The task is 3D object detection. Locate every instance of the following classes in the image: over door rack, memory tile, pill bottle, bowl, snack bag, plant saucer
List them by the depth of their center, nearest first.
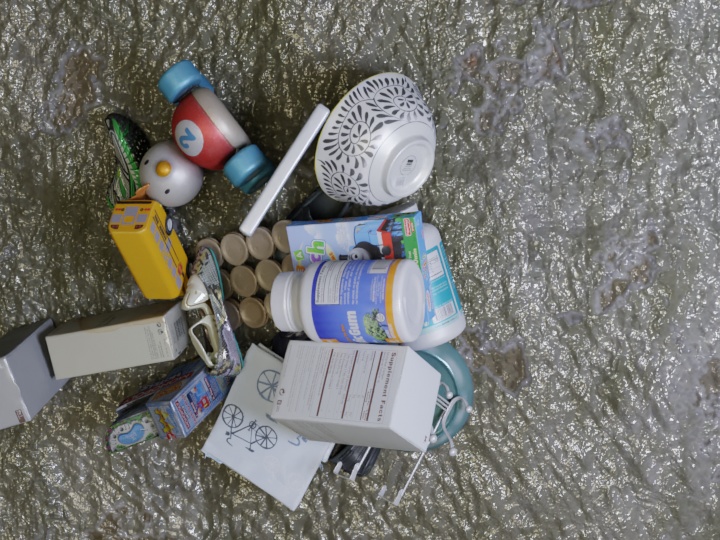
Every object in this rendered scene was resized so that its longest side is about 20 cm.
[{"bbox_3d":[-0.019,0.042,1.495,0.196,0.112,0.114,-2,104,22],"label":"pill bottle"},{"bbox_3d":[0.041,-0.163,1.520,0.094,0.199,0.203,39,110,37],"label":"bowl"},{"bbox_3d":[0.073,0.254,1.610,0.201,0.147,0.066,-52,48,-1],"label":"over door rack"},{"bbox_3d":[0.079,0.007,1.612,0.109,0.111,0.203,-15,101,11],"label":"pill bottle"},{"bbox_3d":[-0.156,0.010,1.661,0.197,0.017,0.156,-10,102,29],"label":"memory tile"},{"bbox_3d":[-0.128,0.242,1.664,0.187,0.021,0.202,30,102,12],"label":"snack bag"},{"bbox_3d":[0.078,0.193,1.702,0.196,0.027,0.204,2,104,7],"label":"plant saucer"}]

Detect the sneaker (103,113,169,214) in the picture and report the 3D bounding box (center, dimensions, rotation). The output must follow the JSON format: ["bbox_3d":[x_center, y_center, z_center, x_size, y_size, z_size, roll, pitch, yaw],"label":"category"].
[{"bbox_3d":[-0.354,-0.136,1.652,0.084,0.078,0.204,-10,103,11],"label":"sneaker"}]

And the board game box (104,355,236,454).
[{"bbox_3d":[-0.294,0.203,1.665,0.197,0.200,0.063,-21,102,12],"label":"board game box"}]

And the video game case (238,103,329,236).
[{"bbox_3d":[-0.109,-0.135,1.538,0.023,0.182,0.202,32,88,-6],"label":"video game case"}]

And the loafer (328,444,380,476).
[{"bbox_3d":[0.012,0.221,1.659,0.069,0.068,0.203,19,110,-14],"label":"loafer"}]

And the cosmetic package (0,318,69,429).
[{"bbox_3d":[-0.525,0.159,1.686,0.089,0.200,0.109,-16,101,11],"label":"cosmetic package"}]

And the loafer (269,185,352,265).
[{"bbox_3d":[-0.069,-0.077,1.631,0.068,0.070,0.201,41,106,-3],"label":"loafer"}]

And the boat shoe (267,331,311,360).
[{"bbox_3d":[-0.126,0.157,1.707,0.199,0.074,0.094,-36,78,17],"label":"boat shoe"}]

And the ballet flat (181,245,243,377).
[{"bbox_3d":[-0.231,0.065,1.643,0.071,0.072,0.204,-16,86,12],"label":"ballet flat"}]

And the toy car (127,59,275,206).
[{"bbox_3d":[-0.256,-0.157,1.565,0.199,0.177,0.185,-40,87,1],"label":"toy car"}]

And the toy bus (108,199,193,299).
[{"bbox_3d":[-0.306,-0.024,1.623,0.064,0.079,0.201,0,143,12],"label":"toy bus"}]

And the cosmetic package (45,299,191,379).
[{"bbox_3d":[-0.374,0.107,1.703,0.196,0.104,0.074,-10,102,9],"label":"cosmetic package"}]

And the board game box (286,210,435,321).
[{"bbox_3d":[0.000,0.000,1.558,0.196,0.037,0.154,-3,106,23],"label":"board game box"}]

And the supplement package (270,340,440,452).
[{"bbox_3d":[-0.006,0.174,1.527,0.197,0.117,0.119,1,66,30],"label":"supplement package"}]
